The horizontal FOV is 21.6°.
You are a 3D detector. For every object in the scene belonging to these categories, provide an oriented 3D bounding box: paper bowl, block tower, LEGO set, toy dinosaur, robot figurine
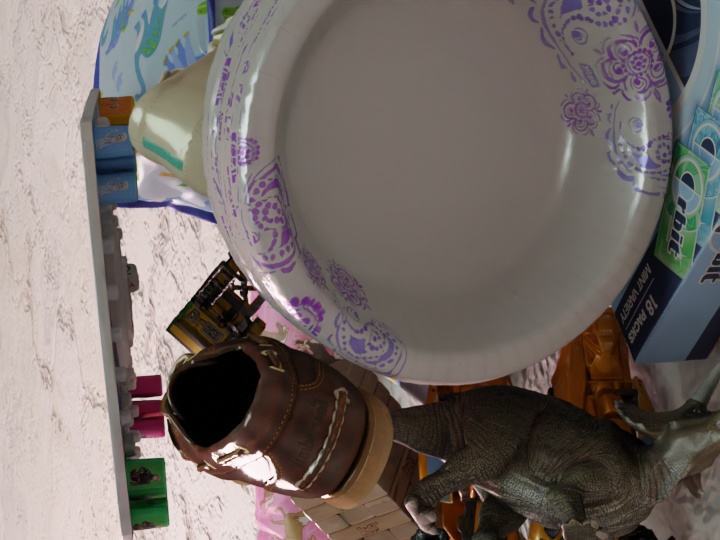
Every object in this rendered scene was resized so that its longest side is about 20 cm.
[{"bbox_3d":[0.028,-0.057,0.829,0.104,0.199,0.203,-158,67,-67],"label":"paper bowl"},{"bbox_3d":[0.033,0.134,0.969,0.054,0.200,0.058,-24,28,36],"label":"block tower"},{"bbox_3d":[0.000,0.000,0.992,0.116,0.154,0.200,41,135,-1],"label":"LEGO set"},{"bbox_3d":[0.079,0.090,0.854,0.103,0.198,0.078,-59,-34,-45],"label":"toy dinosaur"},{"bbox_3d":[0.086,0.117,0.904,0.058,0.143,0.202,91,176,-60],"label":"robot figurine"}]

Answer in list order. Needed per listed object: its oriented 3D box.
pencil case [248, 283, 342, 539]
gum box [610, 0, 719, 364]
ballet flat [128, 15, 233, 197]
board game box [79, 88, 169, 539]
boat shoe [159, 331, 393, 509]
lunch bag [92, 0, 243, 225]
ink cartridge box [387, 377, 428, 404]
[{"bbox_3d":[-0.037,0.096,1.296,0.082,0.086,0.202,-2,89,48],"label":"pencil case"},{"bbox_3d":[0.140,-0.088,0.872,0.171,0.044,0.201,113,147,-47],"label":"gum box"},{"bbox_3d":[-0.057,-0.096,0.927,0.200,0.069,0.070,-52,-26,-60],"label":"ballet flat"},{"bbox_3d":[-0.120,0.014,0.975,0.200,0.026,0.202,-124,29,-78],"label":"board game box"},{"bbox_3d":[-0.054,0.060,0.855,0.200,0.070,0.071,-2,68,66],"label":"boat shoe"},{"bbox_3d":[-0.081,-0.153,1.119,0.170,0.126,0.202,-43,46,45],"label":"lunch bag"},{"bbox_3d":[0.035,-0.032,1.151,0.197,0.047,0.202,-147,55,-64],"label":"ink cartridge box"}]
